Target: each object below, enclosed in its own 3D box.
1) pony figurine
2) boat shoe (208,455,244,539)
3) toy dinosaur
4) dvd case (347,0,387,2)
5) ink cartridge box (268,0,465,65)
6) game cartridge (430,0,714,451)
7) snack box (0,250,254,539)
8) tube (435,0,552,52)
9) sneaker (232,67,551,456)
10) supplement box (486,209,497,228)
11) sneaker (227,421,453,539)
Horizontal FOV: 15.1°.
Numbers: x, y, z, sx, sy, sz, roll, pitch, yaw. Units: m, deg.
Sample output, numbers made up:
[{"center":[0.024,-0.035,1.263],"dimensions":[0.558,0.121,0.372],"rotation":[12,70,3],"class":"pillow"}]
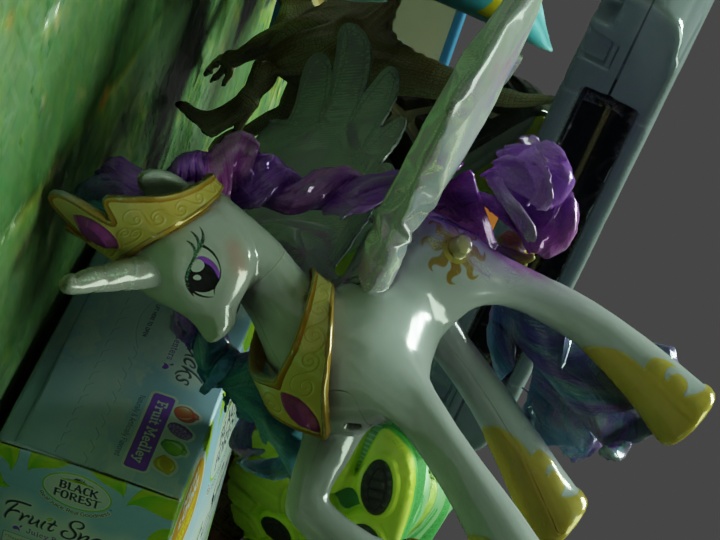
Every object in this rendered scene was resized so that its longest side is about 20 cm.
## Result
[{"center":[0.015,0.000,0.849],"dimensions":[0.167,0.200,0.193],"rotation":[-31,-163,51],"class":"pony figurine"},{"center":[-0.075,0.088,1.196],"dimensions":[0.068,0.072,0.200],"rotation":[-54,-176,-7],"class":"boat shoe"},{"center":[-0.014,-0.077,1.034],"dimensions":[0.101,0.058,0.200],"rotation":[-47,-151,-5],"class":"toy dinosaur"},{"center":[0.011,-0.208,0.871],"dimensions":[0.146,0.022,0.200],"rotation":[66,35,-52],"class":"dvd case"},{"center":[0.025,-0.186,1.236],"dimensions":[0.200,0.084,0.146],"rotation":[-77,-175,-57],"class":"ink cartridge box"},{"center":[0.082,-0.042,0.974],"dimensions":[0.133,0.041,0.200],"rotation":[-64,178,-54],"class":"game cartridge"},{"center":[-0.091,0.097,0.941],"dimensions":[0.169,0.068,0.200],"rotation":[-70,176,-56],"class":"snack box"},{"center":[0.019,-0.130,0.986],"dimensions":[0.200,0.050,0.078],"rotation":[9,70,-63],"class":"tube"},{"center":[0.000,0.000,1.071],"dimensions":[0.200,0.090,0.078],"rotation":[-37,-149,9],"class":"sneaker"},{"center":[-0.011,-0.007,1.195],"dimensions":[0.200,0.069,0.067],"rotation":[-32,-147,52],"class":"supplement box"},{"center":[-0.004,0.083,1.059],"dimensions":[0.084,0.074,0.200],"rotation":[-50,172,-19],"class":"sneaker"}]
